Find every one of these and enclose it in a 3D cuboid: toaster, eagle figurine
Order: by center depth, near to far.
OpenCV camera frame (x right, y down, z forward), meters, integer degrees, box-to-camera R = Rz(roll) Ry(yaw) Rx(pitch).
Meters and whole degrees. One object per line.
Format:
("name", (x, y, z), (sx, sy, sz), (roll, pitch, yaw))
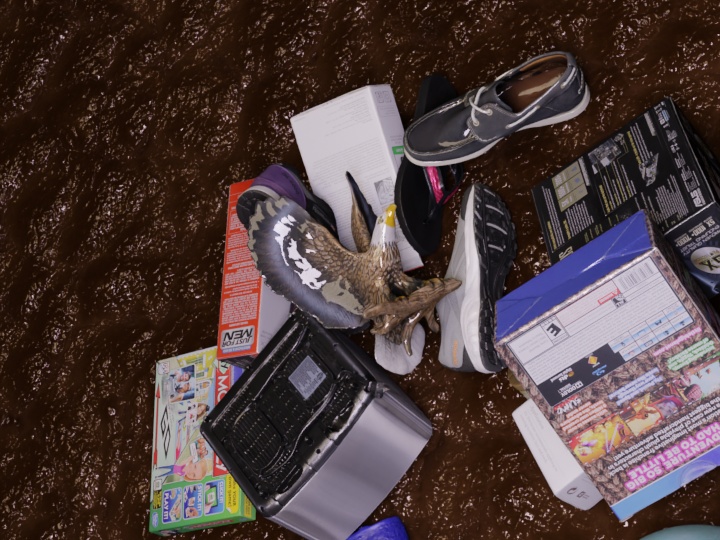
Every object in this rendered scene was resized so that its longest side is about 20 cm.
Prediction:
("eagle figurine", (0.003, -0.007, 1.747), (0.200, 0.152, 0.151), (30, 84, 40))
("toaster", (-0.043, 0.161, 1.764), (0.181, 0.119, 0.200), (-51, 39, 4))

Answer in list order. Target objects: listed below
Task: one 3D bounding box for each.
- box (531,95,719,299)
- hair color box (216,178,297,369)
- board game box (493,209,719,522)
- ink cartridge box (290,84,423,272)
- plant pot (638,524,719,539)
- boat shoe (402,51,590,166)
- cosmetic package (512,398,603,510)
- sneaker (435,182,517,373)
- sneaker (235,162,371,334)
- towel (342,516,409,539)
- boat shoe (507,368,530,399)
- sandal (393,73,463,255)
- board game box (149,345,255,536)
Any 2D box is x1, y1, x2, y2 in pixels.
("box", (0.257, -0.041, 1.593), (0.163, 0.086, 0.200), (-35, 28, 17))
("hair color box", (-0.092, 0.011, 1.891), (0.064, 0.111, 0.201), (-10, 68, 36))
("board game box", (0.232, 0.080, 1.477), (0.159, 0.200, 0.097), (-32, 16, 16))
("ink cartridge box", (0.007, -0.089, 1.878), (0.109, 0.050, 0.201), (-19, 88, 32))
("plant pot", (0.272, 0.305, 1.474), (0.200, 0.134, 0.201), (-15, 64, 33))
("boat shoe", (0.132, -0.168, 1.773), (0.199, 0.068, 0.072), (-21, 63, 9))
("cosmetic package", (0.247, 0.119, 1.607), (0.200, 0.074, 0.102), (-39, 53, 18))
("sneaker", (0.109, 0.007, 1.760), (0.079, 0.074, 0.201), (-11, 67, 41))
("sneaker", (-0.040, -0.028, 1.848), (0.076, 0.200, 0.088), (-22, 21, 40))
("towel", (0.009, 0.359, 1.718), (0.148, 0.049, 0.201), (-39, 53, 21))
("boat shoe", (0.232, 0.056, 1.659), (0.201, 0.063, 0.073), (-44, 26, 9))
("sandal", (0.080, -0.115, 1.829), (0.045, 0.075, 0.201), (-4, 68, 38))
("board game box", (-0.174, 0.187, 1.943), (0.134, 0.029, 0.201), (-16, 64, 34))
